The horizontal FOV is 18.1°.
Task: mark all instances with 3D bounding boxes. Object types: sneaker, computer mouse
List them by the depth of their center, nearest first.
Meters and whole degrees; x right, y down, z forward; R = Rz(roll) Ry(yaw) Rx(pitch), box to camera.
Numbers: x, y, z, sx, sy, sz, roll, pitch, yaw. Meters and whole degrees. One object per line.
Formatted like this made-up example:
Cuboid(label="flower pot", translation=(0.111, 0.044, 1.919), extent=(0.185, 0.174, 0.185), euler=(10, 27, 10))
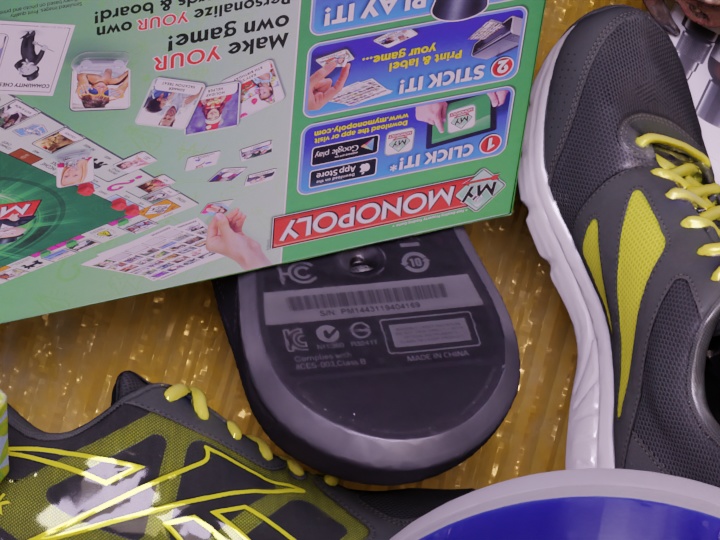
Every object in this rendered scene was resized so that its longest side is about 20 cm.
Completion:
Cuboid(label="sneaker", translation=(0.108, 0.003, 0.720), extent=(0.074, 0.085, 0.201), euler=(5, 68, -34))
Cuboid(label="sneaker", translation=(-0.050, 0.075, 0.741), extent=(0.199, 0.074, 0.085), euler=(-1, 83, -12))
Cuboid(label="computer mouse", translation=(0.000, 0.000, 0.751), extent=(0.138, 0.053, 0.201), euler=(-1, 46, -10))

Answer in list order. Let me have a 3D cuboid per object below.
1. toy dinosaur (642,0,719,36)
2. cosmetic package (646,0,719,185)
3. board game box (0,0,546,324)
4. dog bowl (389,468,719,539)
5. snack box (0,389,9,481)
Cuboid(label="toy dinosaur", translation=(0.179, -0.060, 0.729), extent=(0.086, 0.136, 0.201), euler=(-23, 75, -31))
Cuboid(label="cosmetic package", translation=(0.185, -0.031, 0.826), extent=(0.199, 0.051, 0.083), euler=(29, 79, -8))
Cuboid(label="board game box", translation=(-0.041, -0.055, 0.667), extent=(0.199, 0.135, 0.029), euler=(-12, 47, -19))
Cuboid(label="dog bowl", translation=(0.072, 0.164, 0.661), extent=(0.199, 0.079, 0.201), euler=(4, 111, 11))
Cuboid(label="snack box", translation=(-0.226, 0.048, 0.672), extent=(0.199, 0.053, 0.142), euler=(30, 57, 13))
